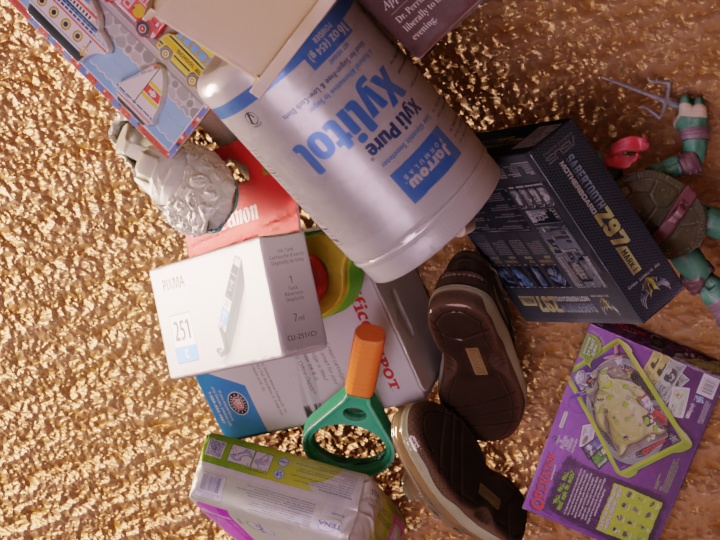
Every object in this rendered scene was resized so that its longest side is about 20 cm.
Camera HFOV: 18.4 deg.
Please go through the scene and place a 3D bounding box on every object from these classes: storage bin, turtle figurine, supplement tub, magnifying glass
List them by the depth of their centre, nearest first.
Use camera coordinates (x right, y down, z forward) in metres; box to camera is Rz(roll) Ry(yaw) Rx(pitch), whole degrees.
[{"bbox_3d":[-0.038,-0.254,1.429,0.094,0.199,0.200,29,127,-15],"label":"storage bin"},{"bbox_3d":[-0.009,-0.104,1.607,0.132,0.132,0.200,-35,106,34],"label":"supplement tub"},{"bbox_3d":[0.231,-0.047,1.698,0.200,0.101,0.150,37,125,-7],"label":"turtle figurine"},{"bbox_3d":[-0.003,0.110,1.817,0.079,0.022,0.200,11,140,0],"label":"magnifying glass"}]

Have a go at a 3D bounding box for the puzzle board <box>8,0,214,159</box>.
[{"bbox_3d":[-0.171,-0.206,1.693,0.200,0.017,0.151,45,110,13],"label":"puzzle board"}]

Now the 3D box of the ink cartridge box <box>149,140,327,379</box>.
[{"bbox_3d":[-0.105,-0.012,1.745,0.200,0.045,0.177,-15,85,58],"label":"ink cartridge box"}]

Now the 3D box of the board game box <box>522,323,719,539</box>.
[{"bbox_3d":[0.218,0.140,1.846,0.120,0.032,0.200,21,123,6],"label":"board game box"}]

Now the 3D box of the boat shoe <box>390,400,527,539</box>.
[{"bbox_3d":[0.066,0.177,1.870,0.076,0.072,0.200,-4,142,32],"label":"boat shoe"}]

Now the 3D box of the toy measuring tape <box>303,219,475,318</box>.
[{"bbox_3d":[0.000,0.000,1.731,0.200,0.074,0.074,-6,115,27],"label":"toy measuring tape"}]

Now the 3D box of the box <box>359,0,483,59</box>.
[{"bbox_3d":[0.050,-0.296,1.585,0.200,0.164,0.166,46,125,-7],"label":"box"}]

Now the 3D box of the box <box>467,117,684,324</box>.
[{"bbox_3d":[0.144,-0.034,1.698,0.158,0.051,0.200,56,162,-11],"label":"box"}]

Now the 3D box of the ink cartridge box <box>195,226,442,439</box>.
[{"bbox_3d":[-0.046,0.048,1.867,0.200,0.086,0.147,-14,112,26],"label":"ink cartridge box"}]

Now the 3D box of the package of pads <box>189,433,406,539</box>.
[{"bbox_3d":[-0.047,0.209,1.908,0.154,0.068,0.200,14,165,16],"label":"package of pads"}]

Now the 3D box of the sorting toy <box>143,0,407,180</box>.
[{"bbox_3d":[-0.044,-0.130,1.734,0.200,0.037,0.185,-12,142,25],"label":"sorting toy"}]

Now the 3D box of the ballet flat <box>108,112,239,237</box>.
[{"bbox_3d":[-0.158,-0.081,1.771,0.072,0.200,0.072,-8,112,-19],"label":"ballet flat"}]

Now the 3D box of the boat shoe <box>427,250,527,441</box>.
[{"bbox_3d":[0.101,0.060,1.824,0.075,0.075,0.202,4,143,10],"label":"boat shoe"}]
